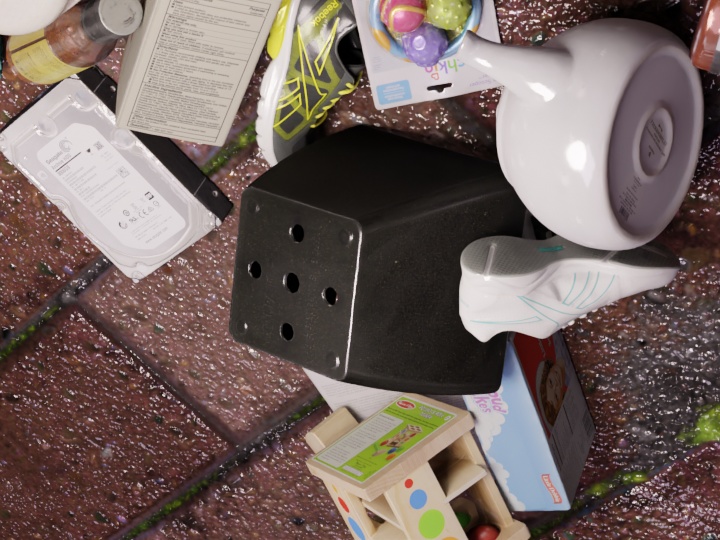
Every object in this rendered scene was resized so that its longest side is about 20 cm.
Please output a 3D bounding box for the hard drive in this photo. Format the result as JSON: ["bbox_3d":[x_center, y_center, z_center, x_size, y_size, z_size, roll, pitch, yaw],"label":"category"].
[{"bbox_3d":[-0.237,-0.092,1.794,0.140,0.038,0.200,-31,109,37],"label":"hard drive"}]

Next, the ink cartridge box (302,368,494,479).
[{"bbox_3d":[0.057,0.129,1.841,0.161,0.050,0.200,-16,123,32],"label":"ink cartridge box"}]

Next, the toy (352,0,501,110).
[{"bbox_3d":[0.050,-0.222,1.542,0.115,0.047,0.200,-10,119,5],"label":"toy"}]

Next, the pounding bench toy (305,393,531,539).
[{"bbox_3d":[0.040,0.214,1.780,0.200,0.124,0.156,14,134,62],"label":"pounding bench toy"}]

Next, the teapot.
[{"bbox_3d":[0.177,-0.114,1.521,0.146,0.197,0.200,14,119,36],"label":"teapot"}]

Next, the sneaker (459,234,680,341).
[{"bbox_3d":[0.170,0.010,1.572,0.200,0.070,0.080,-6,125,-19],"label":"sneaker"}]

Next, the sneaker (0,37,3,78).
[{"bbox_3d":[-0.379,-0.250,1.686,0.091,0.078,0.200,-9,124,-4],"label":"sneaker"}]

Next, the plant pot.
[{"bbox_3d":[0.000,0.000,1.594,0.199,0.177,0.200,19,111,38],"label":"plant pot"}]

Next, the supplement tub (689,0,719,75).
[{"bbox_3d":[0.358,-0.178,1.430,0.200,0.107,0.107,18,131,10],"label":"supplement tub"}]

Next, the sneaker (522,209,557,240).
[{"bbox_3d":[0.142,-0.018,1.666,0.200,0.081,0.075,-5,95,26],"label":"sneaker"}]

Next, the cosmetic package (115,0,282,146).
[{"bbox_3d":[-0.136,-0.207,1.597,0.103,0.087,0.200,11,140,-16],"label":"cosmetic package"}]

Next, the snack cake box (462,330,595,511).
[{"bbox_3d":[0.149,0.111,1.737,0.067,0.115,0.200,-6,123,27],"label":"snack cake box"}]

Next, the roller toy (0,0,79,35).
[{"bbox_3d":[-0.279,-0.297,1.544,0.182,0.140,0.200,3,126,35],"label":"roller toy"}]

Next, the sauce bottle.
[{"bbox_3d":[-0.247,-0.205,1.642,0.066,0.066,0.200,51,155,-19],"label":"sauce bottle"}]

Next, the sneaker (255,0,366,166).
[{"bbox_3d":[-0.039,-0.163,1.629,0.085,0.075,0.200,15,130,11],"label":"sneaker"}]
